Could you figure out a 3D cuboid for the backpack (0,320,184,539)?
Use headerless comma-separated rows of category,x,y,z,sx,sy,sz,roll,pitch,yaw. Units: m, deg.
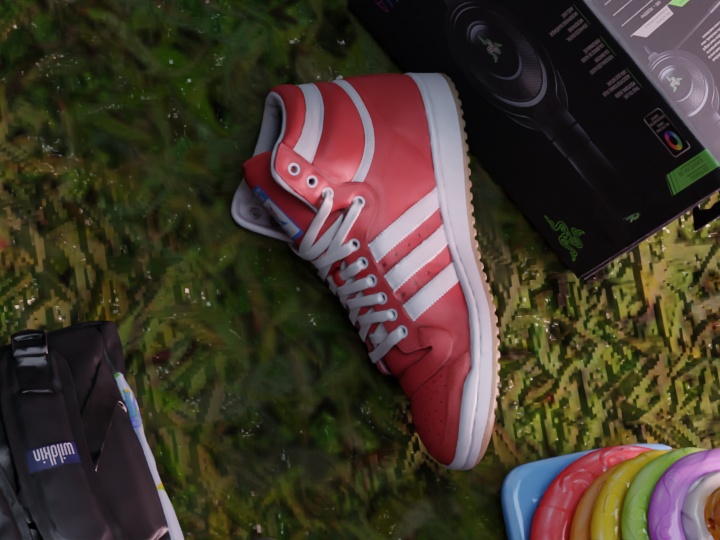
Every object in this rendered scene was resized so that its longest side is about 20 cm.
backpack,-0.144,0.147,1.218,0.163,0.154,0.200,-19,60,-26

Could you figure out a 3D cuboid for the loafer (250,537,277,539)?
loafer,-0.019,0.217,1.275,0.072,0.063,0.200,-20,82,-24

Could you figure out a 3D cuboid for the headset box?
headset box,0.115,-0.107,1.361,0.093,0.174,0.200,-41,92,-26

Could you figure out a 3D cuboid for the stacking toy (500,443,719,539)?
stacking toy,0.154,0.120,1.292,0.109,0.200,0.116,-7,76,-22

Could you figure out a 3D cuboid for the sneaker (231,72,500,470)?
sneaker,0.000,0.000,1.343,0.112,0.071,0.201,0,70,-22
